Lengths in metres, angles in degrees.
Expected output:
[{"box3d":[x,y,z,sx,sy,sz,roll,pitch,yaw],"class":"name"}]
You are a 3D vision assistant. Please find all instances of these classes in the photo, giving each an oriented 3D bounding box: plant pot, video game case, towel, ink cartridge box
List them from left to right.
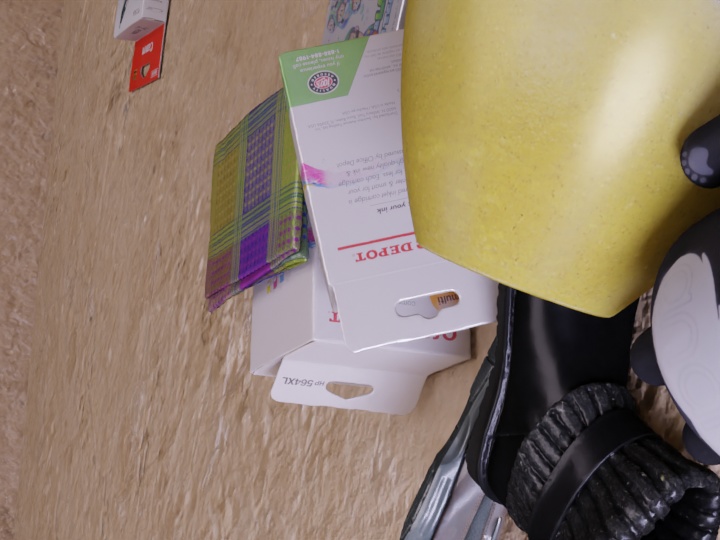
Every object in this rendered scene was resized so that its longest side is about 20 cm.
[{"box3d":[-0.344,-0.377,1.981,0.200,0.043,0.174,-178,97,-67],"class":"ink cartridge box"},{"box3d":[-0.075,-0.055,0.946,0.200,0.023,0.144,152,124,-62],"class":"towel"},{"box3d":[0.000,0.000,0.943,0.125,0.128,0.201,148,126,-61],"class":"ink cartridge box"},{"box3d":[0.009,-0.226,1.126,0.182,0.024,0.201,-143,63,-64],"class":"video game case"},{"box3d":[0.024,-0.047,0.812,0.067,0.117,0.201,89,169,-74],"class":"ink cartridge box"},{"box3d":[0.099,-0.061,0.609,0.200,0.200,0.142,33,105,65],"class":"plant pot"}]

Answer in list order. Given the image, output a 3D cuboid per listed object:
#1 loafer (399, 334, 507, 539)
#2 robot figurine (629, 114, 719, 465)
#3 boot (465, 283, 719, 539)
[{"box3d":[0.092,0.098,0.797,0.200,0.063,0.072,-64,-1,9],"class":"loafer"},{"box3d":[0.195,0.012,0.491,0.200,0.150,0.125,-41,31,56],"class":"robot figurine"},{"box3d":[0.131,0.069,0.675,0.158,0.079,0.212,-132,48,-64],"class":"boot"}]
